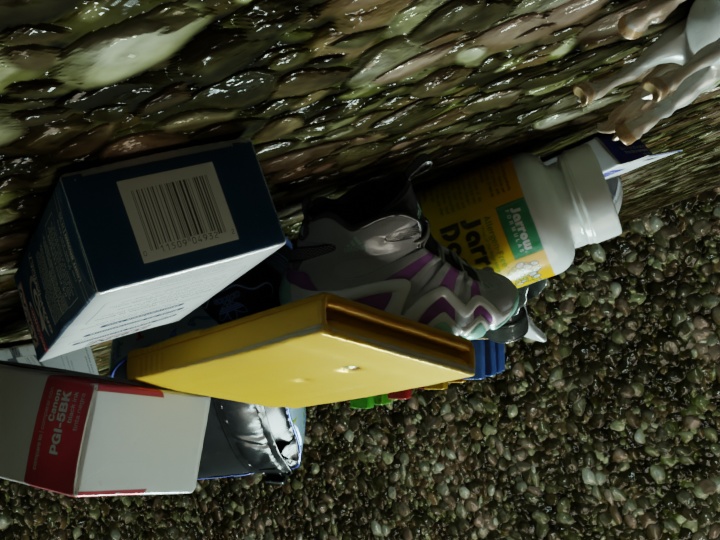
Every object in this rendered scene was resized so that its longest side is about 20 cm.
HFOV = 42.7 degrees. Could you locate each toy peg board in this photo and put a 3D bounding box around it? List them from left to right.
[{"bbox_3d":[0.085,0.107,1.082,0.199,0.098,0.200,-1,178,18],"label":"toy peg board"}]

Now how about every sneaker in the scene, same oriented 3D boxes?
[{"bbox_3d":[-0.090,0.014,0.751,0.070,0.078,0.200,-20,174,9],"label":"sneaker"},{"bbox_3d":[0.045,-0.021,0.692,0.200,0.140,0.078,-1,-151,-25],"label":"sneaker"},{"bbox_3d":[0.111,0.007,0.940,0.060,0.104,0.200,-36,-144,-25],"label":"sneaker"}]

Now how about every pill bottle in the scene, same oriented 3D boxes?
[{"bbox_3d":[0.118,-0.036,0.808,0.200,0.113,0.113,-20,175,13],"label":"pill bottle"}]

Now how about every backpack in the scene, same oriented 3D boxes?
[{"bbox_3d":[-0.147,0.097,0.884,0.183,0.147,0.200,-2,137,1],"label":"backpack"}]

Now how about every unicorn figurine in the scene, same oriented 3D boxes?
[{"bbox_3d":[0.194,-0.124,0.474,0.137,0.074,0.200,-28,-170,-6],"label":"unicorn figurine"}]

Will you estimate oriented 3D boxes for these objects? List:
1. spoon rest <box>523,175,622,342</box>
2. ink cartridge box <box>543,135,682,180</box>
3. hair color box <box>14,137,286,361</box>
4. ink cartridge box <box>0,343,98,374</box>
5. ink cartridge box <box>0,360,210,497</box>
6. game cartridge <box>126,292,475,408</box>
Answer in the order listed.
[{"bbox_3d":[0.210,-0.027,0.970,0.061,0.200,0.099,32,170,-29],"label":"spoon rest"},{"bbox_3d":[0.211,-0.096,0.927,0.200,0.039,0.099,-22,175,37],"label":"ink cartridge box"},{"bbox_3d":[-0.128,-0.005,0.517,0.100,0.061,0.200,-16,173,-29],"label":"hair color box"},{"bbox_3d":[-0.375,0.132,0.909,0.145,0.084,0.200,-21,174,20],"label":"ink cartridge box"},{"bbox_3d":[-0.246,0.120,0.735,0.200,0.083,0.147,5,172,26],"label":"ink cartridge box"},{"bbox_3d":[-0.044,0.067,0.690,0.200,0.032,0.176,-15,157,37],"label":"game cartridge"}]
